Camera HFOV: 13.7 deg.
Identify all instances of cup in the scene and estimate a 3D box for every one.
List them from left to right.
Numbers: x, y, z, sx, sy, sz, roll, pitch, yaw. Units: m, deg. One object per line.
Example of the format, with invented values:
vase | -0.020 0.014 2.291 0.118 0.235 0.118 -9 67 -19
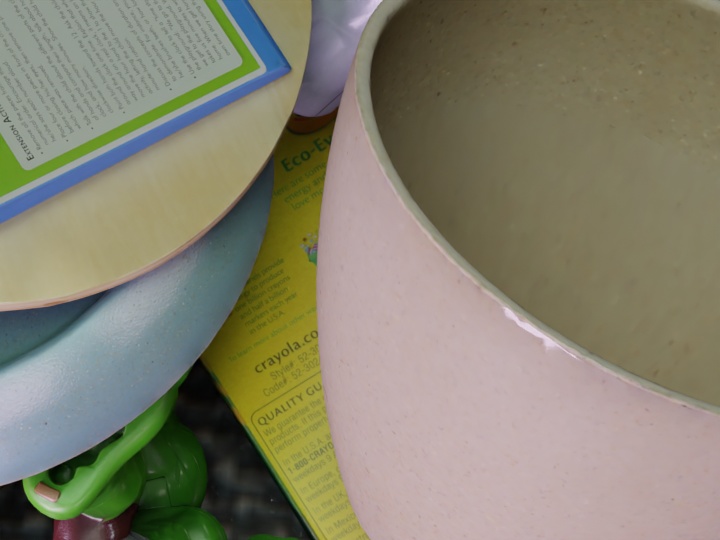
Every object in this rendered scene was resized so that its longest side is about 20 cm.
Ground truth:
cup | 0.066 0.024 0.884 0.200 0.143 0.200 17 37 -13

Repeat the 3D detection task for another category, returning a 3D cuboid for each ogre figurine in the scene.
ogre figurine | -0.067 0.096 0.956 0.098 0.120 0.200 -29 72 -5

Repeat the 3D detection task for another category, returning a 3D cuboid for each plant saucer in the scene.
plant saucer | -0.126 -0.025 0.939 0.200 0.027 0.200 -8 58 12

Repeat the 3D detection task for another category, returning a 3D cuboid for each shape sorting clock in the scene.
shape sorting clock | -0.114 -0.082 0.906 0.200 0.039 0.200 4 67 -10

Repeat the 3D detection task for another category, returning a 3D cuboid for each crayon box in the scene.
crayon box | 0.000 0.000 1.017 0.127 0.051 0.200 -31 72 -5

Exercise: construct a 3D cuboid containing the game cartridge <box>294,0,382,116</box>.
game cartridge | -0.018 -0.167 0.944 0.041 0.133 0.200 -10 67 -43
